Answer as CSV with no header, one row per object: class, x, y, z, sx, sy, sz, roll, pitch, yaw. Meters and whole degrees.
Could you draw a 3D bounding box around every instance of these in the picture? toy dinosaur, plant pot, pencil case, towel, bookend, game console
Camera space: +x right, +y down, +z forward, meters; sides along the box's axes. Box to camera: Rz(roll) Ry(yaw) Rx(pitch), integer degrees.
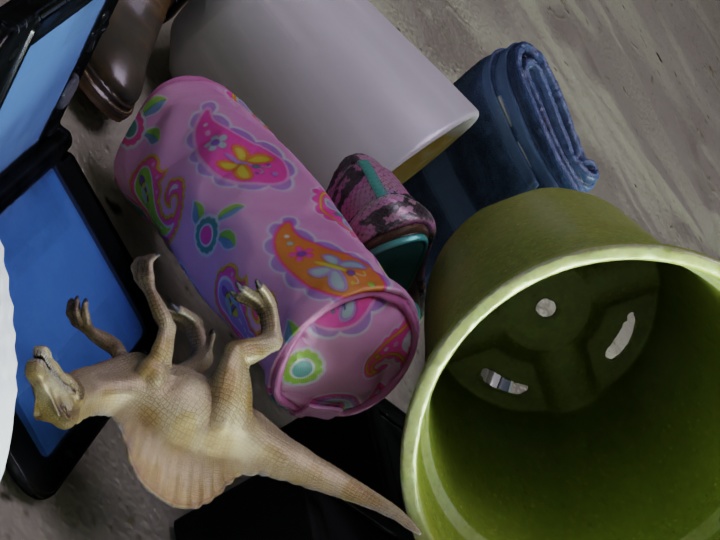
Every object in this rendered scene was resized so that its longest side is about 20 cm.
toy dinosaur,-0.066,0.058,0.851,0.199,0.058,0.102,23,55,-32
plant pot,0.106,0.049,0.976,0.201,0.200,0.184,53,8,-22
pencil case,-0.051,-0.013,0.974,0.087,0.087,0.200,37,9,-49
towel,0.061,-0.051,1.243,0.048,0.200,0.112,-12,72,-38
bookend,-0.007,0.131,0.959,0.199,0.092,0.201,40,27,-44
game console,-0.123,-0.032,0.871,0.116,0.177,0.200,30,22,-1

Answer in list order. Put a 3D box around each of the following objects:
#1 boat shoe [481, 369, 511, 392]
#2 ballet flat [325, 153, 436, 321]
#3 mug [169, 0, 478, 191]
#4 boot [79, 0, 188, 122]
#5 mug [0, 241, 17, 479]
boat shoe,0.082,0.076,1.290,0.062,0.073,0.200,52,16,-13
ballet flat,0.000,0.000,1.076,0.200,0.069,0.072,100,-28,-61
mug,-0.043,-0.099,1.175,0.149,0.186,0.154,-36,87,-38
boot,-0.117,-0.171,1.090,0.075,0.097,0.201,44,25,-39
mug,-0.203,0.009,0.599,0.199,0.147,0.177,-21,89,-40
